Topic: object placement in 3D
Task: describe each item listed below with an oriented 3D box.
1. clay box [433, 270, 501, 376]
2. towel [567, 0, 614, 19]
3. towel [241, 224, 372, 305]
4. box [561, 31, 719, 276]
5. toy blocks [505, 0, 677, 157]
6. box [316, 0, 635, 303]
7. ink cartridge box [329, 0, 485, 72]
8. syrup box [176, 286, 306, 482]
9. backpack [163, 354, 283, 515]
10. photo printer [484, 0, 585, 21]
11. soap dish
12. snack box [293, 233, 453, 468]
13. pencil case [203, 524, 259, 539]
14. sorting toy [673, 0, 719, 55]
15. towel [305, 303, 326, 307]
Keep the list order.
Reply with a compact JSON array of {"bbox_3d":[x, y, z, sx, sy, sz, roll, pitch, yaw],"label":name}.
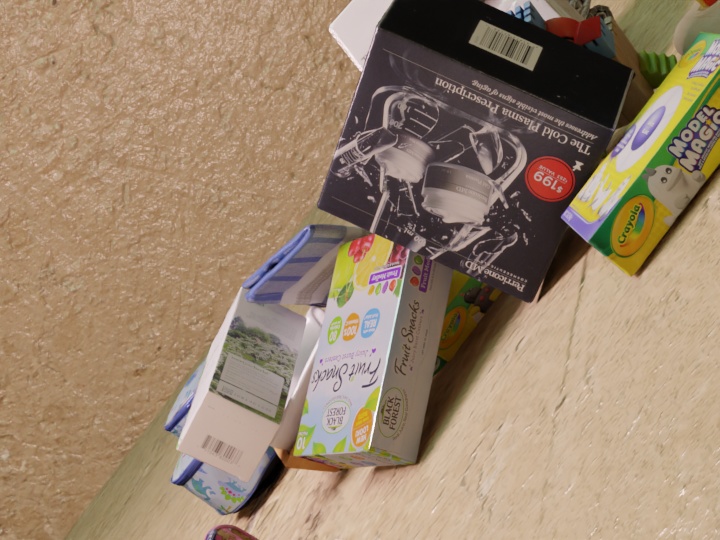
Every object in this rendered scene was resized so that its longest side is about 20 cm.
[{"bbox_3d":[0.084,-0.008,1.346,0.201,0.047,0.115,-53,38,6],"label":"clay box"},{"bbox_3d":[0.184,-0.188,1.570,0.165,0.085,0.201,-35,23,48],"label":"towel"},{"bbox_3d":[0.000,0.000,1.434,0.147,0.198,0.024,-40,55,47],"label":"towel"},{"bbox_3d":[0.227,-0.097,1.045,0.201,0.048,0.117,-52,8,7],"label":"box"},{"bbox_3d":[0.152,-0.164,1.246,0.198,0.137,0.101,-23,45,27],"label":"toy blocks"},{"bbox_3d":[0.090,-0.105,1.183,0.104,0.198,0.183,-61,-6,-50],"label":"box"},{"bbox_3d":[0.082,-0.251,1.494,0.146,0.085,0.199,-45,-24,18],"label":"ink cartridge box"},{"bbox_3d":[-0.115,0.109,1.458,0.082,0.078,0.201,-60,9,27],"label":"syrup box"},{"bbox_3d":[-0.150,0.180,1.753,0.201,0.146,0.183,-60,7,-23],"label":"backpack"},{"bbox_3d":[0.148,-0.167,1.420,0.201,0.167,0.069,-51,-24,24],"label":"photo printer"},{"bbox_3d":[-0.037,0.120,1.495,0.159,0.080,0.200,-65,9,-2],"label":"soap dish"},{"bbox_3d":[0.013,0.067,1.279,0.142,0.052,0.203,-17,57,61],"label":"snack box"},{"bbox_3d":[-0.164,0.334,1.415,0.200,0.086,0.083,-50,39,26],"label":"pencil case"},{"bbox_3d":[0.330,-0.262,1.178,0.201,0.036,0.185,-54,8,5],"label":"sorting toy"},{"bbox_3d":[0.006,-0.006,1.514,0.198,0.024,0.144,-20,-19,28],"label":"towel"}]
